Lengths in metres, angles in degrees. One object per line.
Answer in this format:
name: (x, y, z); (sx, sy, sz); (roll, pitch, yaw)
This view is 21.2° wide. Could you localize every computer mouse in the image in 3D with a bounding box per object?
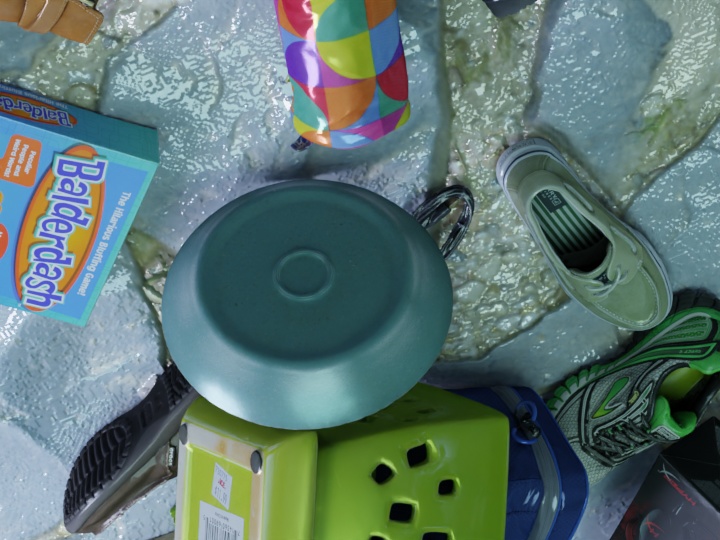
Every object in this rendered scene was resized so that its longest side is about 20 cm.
computer mouse: (0.000, 0.000, 1.401); (0.200, 0.034, 0.059); (-33, 108, 10)

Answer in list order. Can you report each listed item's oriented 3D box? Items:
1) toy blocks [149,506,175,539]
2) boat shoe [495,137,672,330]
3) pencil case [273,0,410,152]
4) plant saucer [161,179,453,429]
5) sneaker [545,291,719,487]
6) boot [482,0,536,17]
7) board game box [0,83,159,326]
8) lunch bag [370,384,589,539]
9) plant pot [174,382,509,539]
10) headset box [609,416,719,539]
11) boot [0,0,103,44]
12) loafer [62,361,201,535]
toy blocks: (-0.104, 0.258, 1.508); (0.199, 0.137, 0.100); (-21, 127, 7)
boat shoe: (0.164, -0.012, 1.392); (0.072, 0.062, 0.200); (-35, 125, 17)
pencil case: (-0.020, -0.172, 1.232); (0.088, 0.089, 0.201); (-8, 127, -2)
plant saucer: (-0.037, 0.011, 1.291); (0.199, 0.201, 0.036); (-8, 147, -2)
sneaker: (0.208, 0.107, 1.474); (0.078, 0.085, 0.200); (27, 119, -26)
boot: (0.098, -0.274, 1.190); (0.165, 0.066, 0.200); (-32, 120, 13)
board game box: (-0.256, -0.054, 1.308); (0.199, 0.045, 0.152); (15, 123, -20)
lunch bag: (0.089, 0.178, 1.474); (0.132, 0.136, 0.200); (1, 130, -29)
plant pot: (-0.024, 0.182, 1.357); (0.181, 0.200, 0.200); (1, 95, -30)
headset box: (0.275, 0.239, 1.522); (0.075, 0.149, 0.200); (-27, 152, -36)
boot: (-0.198, -0.228, 1.163); (0.155, 0.077, 0.200); (20, 124, -20)
loafer: (-0.150, 0.139, 1.450); (0.071, 0.073, 0.200); (35, 115, -28)
